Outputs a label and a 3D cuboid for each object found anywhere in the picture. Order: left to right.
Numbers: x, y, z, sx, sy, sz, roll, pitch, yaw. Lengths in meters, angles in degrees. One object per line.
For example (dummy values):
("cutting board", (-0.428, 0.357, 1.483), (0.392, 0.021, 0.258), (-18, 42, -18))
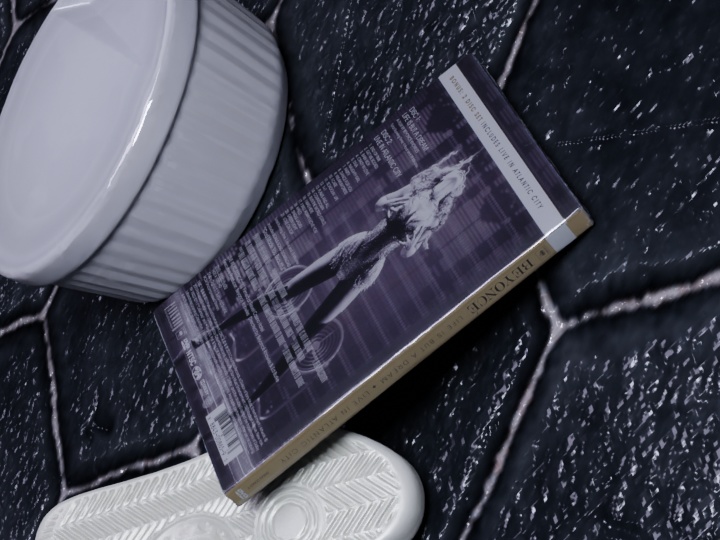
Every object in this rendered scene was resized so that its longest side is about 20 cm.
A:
("ramekin", (-0.121, -0.076, 1.280), (0.202, 0.094, 0.204), (-37, 41, 42))
("sneaker", (-0.050, 0.126, 1.063), (0.199, 0.084, 0.075), (-11, 60, 27))
("dvd case", (0.000, 0.000, 1.049), (0.200, 0.016, 0.149), (-39, 36, 8))
